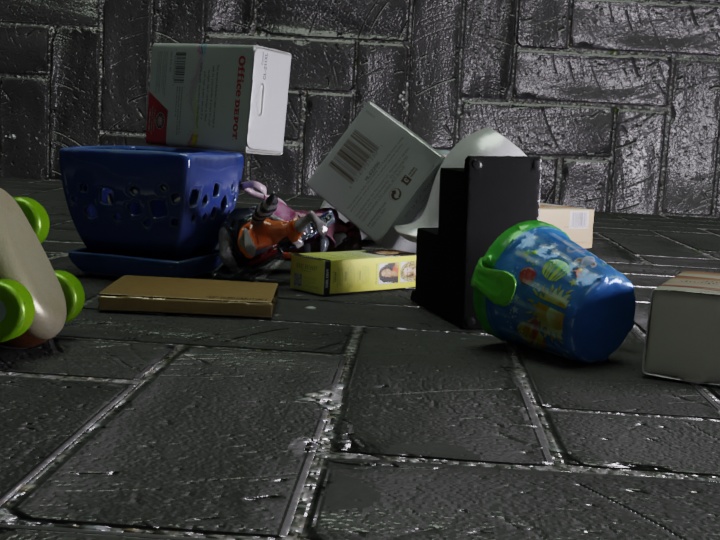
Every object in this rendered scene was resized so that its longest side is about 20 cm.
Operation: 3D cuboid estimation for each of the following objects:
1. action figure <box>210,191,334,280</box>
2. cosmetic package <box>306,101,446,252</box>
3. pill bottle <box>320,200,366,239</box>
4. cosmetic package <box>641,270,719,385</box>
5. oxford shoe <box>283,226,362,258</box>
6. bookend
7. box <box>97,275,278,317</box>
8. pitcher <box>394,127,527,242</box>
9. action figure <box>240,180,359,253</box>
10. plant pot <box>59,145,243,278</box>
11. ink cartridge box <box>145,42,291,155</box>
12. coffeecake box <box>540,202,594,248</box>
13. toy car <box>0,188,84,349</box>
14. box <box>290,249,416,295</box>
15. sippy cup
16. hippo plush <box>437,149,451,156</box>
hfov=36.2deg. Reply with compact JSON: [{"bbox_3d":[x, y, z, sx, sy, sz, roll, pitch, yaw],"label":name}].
[{"bbox_3d":[-0.120,-0.065,1.515,0.200,0.105,0.193,-31,15,-24],"label":"action figure"},{"bbox_3d":[0.057,-0.131,1.739,0.166,0.167,0.200,40,6,25],"label":"cosmetic package"},{"bbox_3d":[-0.020,-0.107,2.135,0.109,0.109,0.200,4,7,10],"label":"pill bottle"},{"bbox_3d":[0.358,0.054,1.121,0.103,0.087,0.200,7,9,22],"label":"cosmetic package"},{"bbox_3d":[-0.081,-0.054,1.832,0.200,0.073,0.071,7,9,29],"label":"oxford shoe"},{"bbox_3d":[0.137,-0.044,1.354,0.092,0.199,0.200,-1,7,-16],"label":"bookend"},{"bbox_3d":[-0.202,0.030,1.333,0.200,0.021,0.163,3,7,-2],"label":"box"},{"bbox_3d":[0.173,-0.089,1.596,0.171,0.200,0.121,38,3,7],"label":"pitcher"},{"bbox_3d":[-0.097,-0.071,1.690,0.200,0.149,0.134,-7,7,-26],"label":"action figure"},{"bbox_3d":[-0.293,-0.083,1.559,0.200,0.180,0.200,5,7,15],"label":"plant pot"},{"bbox_3d":[-0.202,-0.241,1.552,0.200,0.146,0.083,10,7,35],"label":"ink cartridge box"},{"bbox_3d":[0.300,-0.086,2.004,0.153,0.073,0.200,-2,9,-28],"label":"coffeecake box"},{"bbox_3d":[-0.392,0.025,1.033,0.200,0.158,0.164,-25,1,6],"label":"toy car"},{"bbox_3d":[0.000,0.000,1.543,0.200,0.050,0.075,-5,11,-44],"label":"box"},{"bbox_3d":[0.208,0.030,1.139,0.178,0.140,0.130,-27,31,-24],"label":"sippy cup"},{"bbox_3d":[0.156,-0.123,1.911,0.200,0.161,0.159,13,12,18],"label":"hippo plush"}]
